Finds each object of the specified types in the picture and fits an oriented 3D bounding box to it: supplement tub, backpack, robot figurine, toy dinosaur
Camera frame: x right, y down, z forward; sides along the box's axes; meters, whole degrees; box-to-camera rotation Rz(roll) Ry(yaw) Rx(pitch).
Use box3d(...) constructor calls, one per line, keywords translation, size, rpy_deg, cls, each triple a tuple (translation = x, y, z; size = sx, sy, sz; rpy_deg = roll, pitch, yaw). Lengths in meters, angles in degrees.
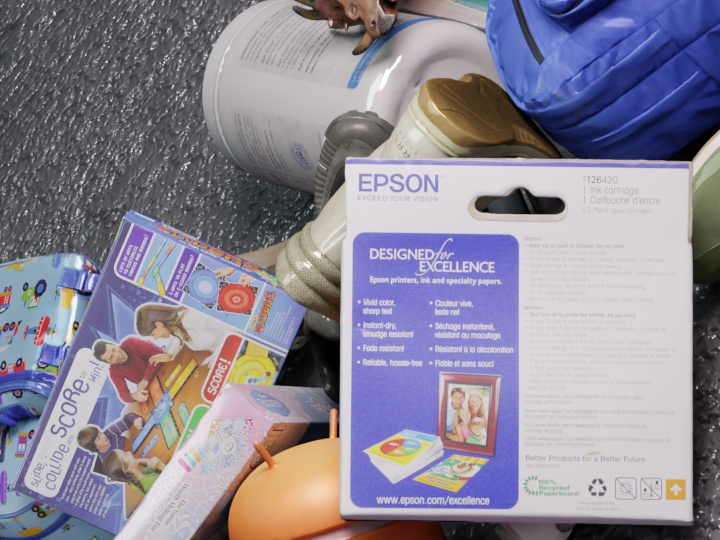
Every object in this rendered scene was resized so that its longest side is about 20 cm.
box3d(translation=(0.000, -0.109, 1.768), size=(0.200, 0.132, 0.132), rpy_deg=(18, 79, 52), cls="supplement tub")
box3d(translation=(0.165, -0.170, 1.594), size=(0.200, 0.168, 0.163), rpy_deg=(-41, 33, 24), cls="backpack")
box3d(translation=(-0.216, 0.105, 1.867), size=(0.182, 0.134, 0.201), rpy_deg=(-4, 66, 49), cls="backpack")
box3d(translation=(-0.008, 0.184, 1.547), size=(0.143, 0.201, 0.117), rpy_deg=(-18, 2, -8), cls="robot figurine")
box3d(translation=(0.008, -0.208, 1.722), size=(0.086, 0.200, 0.136), rpy_deg=(12, 96, 10), cls="toy dinosaur")

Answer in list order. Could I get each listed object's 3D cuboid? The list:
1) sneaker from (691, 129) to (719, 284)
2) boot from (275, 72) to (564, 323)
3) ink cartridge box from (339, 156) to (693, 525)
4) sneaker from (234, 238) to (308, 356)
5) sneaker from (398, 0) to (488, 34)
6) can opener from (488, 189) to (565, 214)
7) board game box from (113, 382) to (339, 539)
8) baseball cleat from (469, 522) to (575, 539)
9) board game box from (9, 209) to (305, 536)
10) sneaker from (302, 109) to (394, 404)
box3d(translation=(0.252, -0.057, 1.491), size=(0.200, 0.067, 0.090), rpy_deg=(-46, 33, 12), cls="sneaker")
box3d(translation=(0.035, -0.039, 1.582), size=(0.072, 0.200, 0.155), rpy_deg=(46, 106, 14), cls="boot")
box3d(translation=(0.087, 0.040, 1.482), size=(0.047, 0.197, 0.201), rpy_deg=(102, 169, -82), cls="ink cartridge box")
box3d(translation=(-0.034, 0.016, 1.790), size=(0.200, 0.070, 0.076), rpy_deg=(-16, 82, 37), cls="sneaker")
box3d(translation=(0.084, -0.185, 1.773), size=(0.200, 0.071, 0.080), rpy_deg=(26, 79, 47), cls="sneaker")
box3d(translation=(0.119, -0.009, 1.605), size=(0.053, 0.067, 0.200), rpy_deg=(-18, 42, -3), cls="can opener")
box3d(translation=(-0.095, 0.161, 1.648), size=(0.043, 0.200, 0.199), rpy_deg=(37, 97, 15), cls="board game box")
box3d(translation=(0.086, 0.095, 1.596), size=(0.106, 0.070, 0.200), rpy_deg=(-43, 42, -2), cls="baseball cleat")
box3d(translation=(-0.131, 0.079, 1.752), size=(0.034, 0.135, 0.201), rpy_deg=(-66, 1, -79), cls="board game box")
box3d(translation=(0.000, 0.000, 1.653), size=(0.066, 0.201, 0.091), rpy_deg=(7, 34, 8), cls="sneaker")
